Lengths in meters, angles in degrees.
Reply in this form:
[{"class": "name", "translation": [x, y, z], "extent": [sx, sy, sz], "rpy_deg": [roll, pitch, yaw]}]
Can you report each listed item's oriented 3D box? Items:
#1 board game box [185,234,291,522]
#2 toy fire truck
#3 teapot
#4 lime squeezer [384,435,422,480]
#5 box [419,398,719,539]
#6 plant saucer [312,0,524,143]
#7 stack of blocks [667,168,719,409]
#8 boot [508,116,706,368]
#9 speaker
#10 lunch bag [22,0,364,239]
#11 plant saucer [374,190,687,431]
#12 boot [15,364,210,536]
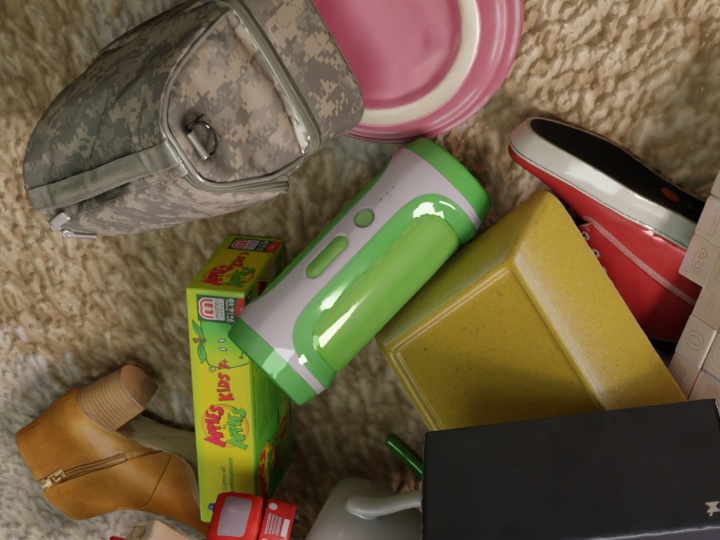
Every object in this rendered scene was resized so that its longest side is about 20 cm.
[{"class": "board game box", "translation": [-0.092, 0.085, 1.271], "extent": [0.048, 0.102, 0.200], "rpy_deg": [5, 115, 13]}, {"class": "toy fire truck", "translation": [-0.129, 0.220, 1.267], "extent": [0.141, 0.049, 0.200], "rpy_deg": [14, 148, -2]}, {"class": "teapot", "translation": [0.013, 0.263, 1.264], "extent": [0.146, 0.200, 0.198], "rpy_deg": [26, 79, 6]}, {"class": "lime squeezer", "translation": [0.080, 0.219, 1.334], "extent": [0.071, 0.038, 0.200], "rpy_deg": [5, 120, 46]}, {"class": "box", "translation": [0.153, 0.206, 1.095], "extent": [0.199, 0.124, 0.197], "rpy_deg": [-7, 127, 8]}, {"class": "plant saucer", "translation": [0.013, -0.180, 1.154], "extent": [0.200, 0.051, 0.201], "rpy_deg": [5, 114, 12]}, {"class": "stack of blocks", "translation": [0.278, 0.006, 1.114], "extent": [0.115, 0.059, 0.200], "rpy_deg": [10, 108, -35]}, {"class": "boot", "translation": [0.169, -0.011, 1.184], "extent": [0.200, 0.072, 0.144], "rpy_deg": [31, 119, -5]}, {"class": "speaker", "translation": [0.000, 0.000, 1.174], "extent": [0.088, 0.088, 0.200], "rpy_deg": [45, 84, -8]}, {"class": "lunch bag", "translation": [-0.124, -0.100, 1.127], "extent": [0.200, 0.168, 0.140], "rpy_deg": [-12, 111, 48]}, {"class": "plant saucer", "translation": [0.107, 0.077, 1.167], "extent": [0.200, 0.048, 0.200], "rpy_deg": [-38, 80, 39]}, {"class": "boot", "translation": [-0.183, 0.180, 1.363], "extent": [0.144, 0.071, 0.201], "rpy_deg": [-35, 99, 31]}]
